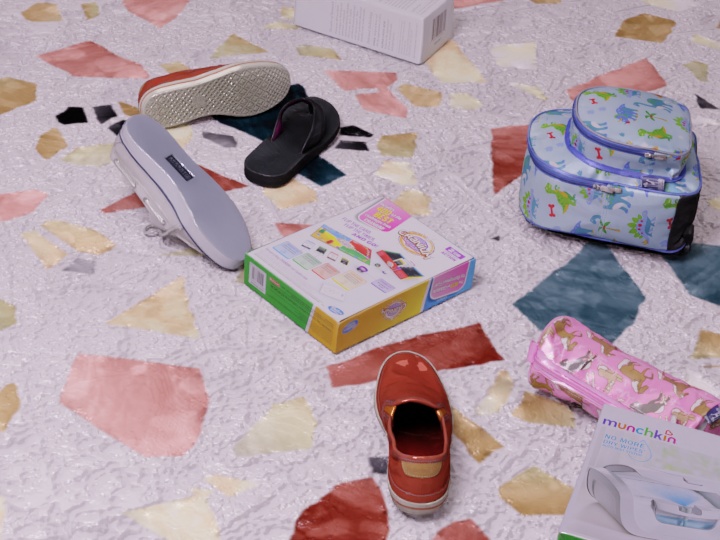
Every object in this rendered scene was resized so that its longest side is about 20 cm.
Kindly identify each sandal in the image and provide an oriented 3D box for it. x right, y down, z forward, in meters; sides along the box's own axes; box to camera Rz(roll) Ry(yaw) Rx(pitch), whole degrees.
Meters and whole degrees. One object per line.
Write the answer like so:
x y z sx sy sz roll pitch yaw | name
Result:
-0.076 -0.167 1.872 0.075 0.048 0.201 15 37 13 | sandal

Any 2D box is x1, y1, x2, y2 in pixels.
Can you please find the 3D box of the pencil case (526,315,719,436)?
0.253 0.119 1.491 0.199 0.087 0.083 31 73 31 | pencil case

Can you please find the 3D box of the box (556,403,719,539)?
0.277 0.226 1.329 0.199 0.097 0.177 15 38 15 | box

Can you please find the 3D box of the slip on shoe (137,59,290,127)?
-0.182 -0.225 1.924 0.199 0.075 0.061 -14 36 -19 | slip on shoe

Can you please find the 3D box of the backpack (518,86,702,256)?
0.285 -0.123 1.781 0.198 0.148 0.183 7 32 6 | backpack

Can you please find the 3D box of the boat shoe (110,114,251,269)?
-0.205 -0.068 1.695 0.202 0.086 0.075 48 40 6 | boat shoe

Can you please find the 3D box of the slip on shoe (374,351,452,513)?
0.052 0.136 1.438 0.073 0.062 0.201 2 34 -3 | slip on shoe

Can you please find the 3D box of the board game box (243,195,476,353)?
0.000 0.000 1.653 0.199 0.041 0.153 -24 44 -35 | board game box

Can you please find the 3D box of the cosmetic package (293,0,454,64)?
0.018 -0.357 2.138 0.199 0.074 0.102 20 37 22 | cosmetic package
